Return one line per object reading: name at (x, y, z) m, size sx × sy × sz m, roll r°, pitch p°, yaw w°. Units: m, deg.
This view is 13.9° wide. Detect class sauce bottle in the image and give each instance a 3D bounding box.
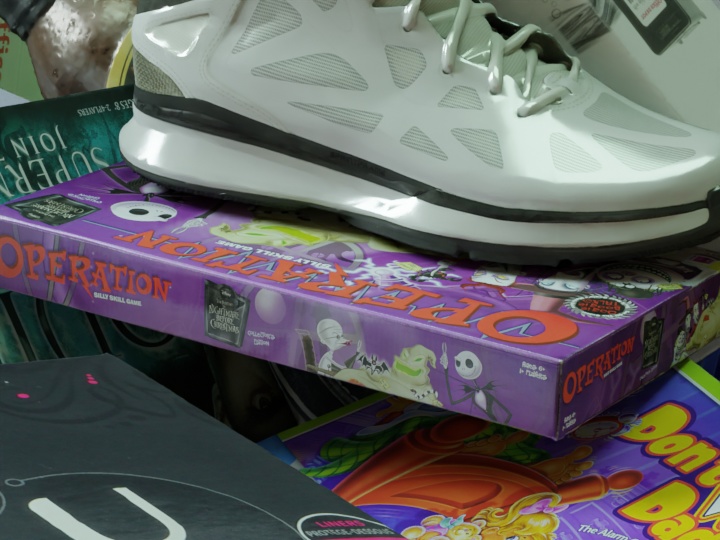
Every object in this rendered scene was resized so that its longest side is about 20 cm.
sauce bottle at (-0.081, -0.066, 1.154) m, size 0.200 × 0.065 × 0.065 m, roll 42°, pitch 18°, yaw -1°

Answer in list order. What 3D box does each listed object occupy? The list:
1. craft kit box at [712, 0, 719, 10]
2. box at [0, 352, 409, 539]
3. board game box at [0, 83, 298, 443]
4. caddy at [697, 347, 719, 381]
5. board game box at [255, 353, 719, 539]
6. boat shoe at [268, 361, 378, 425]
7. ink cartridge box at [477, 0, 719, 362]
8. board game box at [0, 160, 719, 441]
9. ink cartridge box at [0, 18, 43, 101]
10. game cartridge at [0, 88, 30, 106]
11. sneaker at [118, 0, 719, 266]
craft kit box at (0.092, -0.086, 1.132) m, size 0.196 × 0.049 × 0.200 m, roll -20°, pitch 4°, yaw -2°
box at (-0.061, 0.102, 0.680) m, size 0.122 × 0.107 × 0.200 m, roll -4°, pitch 20°, yaw -38°
board game box at (-0.108, 0.017, 0.918) m, size 0.028 × 0.136 × 0.200 m, roll -29°, pitch -7°, yaw 35°
caddy at (0.140, 0.009, 1.045) m, size 0.104 × 0.142 × 0.200 m, roll 13°, pitch 15°, yaw 1°
board game box at (0.056, 0.082, 0.830) m, size 0.134 × 0.045 × 0.200 m, roll -22°, pitch 24°, yaw -12°
boat shoe at (-0.013, -0.011, 0.999) m, size 0.071 × 0.091 × 0.201 m, roll -25°, pitch 48°, yaw -12°
ink cartridge box at (0.054, -0.059, 0.958) m, size 0.200 × 0.116 × 0.067 m, roll 52°, pitch 37°, yaw -3°
board game box at (0.000, 0.000, 0.889) m, size 0.199 × 0.033 × 0.120 m, roll 14°, pitch 25°, yaw 28°
ink cartridge box at (-0.204, -0.082, 1.214) m, size 0.067 × 0.117 × 0.199 m, roll 22°, pitch 19°, yaw 40°
game cartridge at (-0.117, -0.011, 1.083) m, size 0.199 × 0.039 × 0.130 m, roll 23°, pitch 38°, yaw 14°
sneaker at (0.022, -0.072, 0.880) m, size 0.199 × 0.116 × 0.076 m, roll 10°, pitch 20°, yaw 16°
